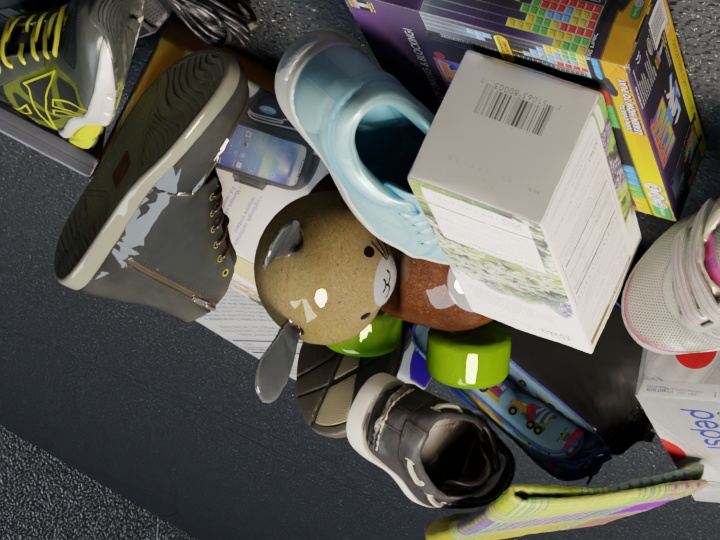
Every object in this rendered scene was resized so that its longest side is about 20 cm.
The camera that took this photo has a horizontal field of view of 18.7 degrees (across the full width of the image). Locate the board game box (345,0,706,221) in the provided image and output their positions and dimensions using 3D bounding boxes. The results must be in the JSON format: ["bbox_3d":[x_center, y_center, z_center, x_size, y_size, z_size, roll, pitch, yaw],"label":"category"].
[{"bbox_3d":[0.094,-0.108,1.196,0.164,0.057,0.200,16,163,22],"label":"board game box"}]

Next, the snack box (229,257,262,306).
[{"bbox_3d":[-0.041,-0.026,1.565,0.199,0.117,0.037,32,163,-27],"label":"snack box"}]

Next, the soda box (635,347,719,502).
[{"bbox_3d":[0.228,0.088,1.381,0.068,0.064,0.200,4,157,21],"label":"soda box"}]

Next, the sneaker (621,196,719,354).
[{"bbox_3d":[0.206,-0.008,1.196,0.088,0.082,0.200,-12,163,-42],"label":"sneaker"}]

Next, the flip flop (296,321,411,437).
[{"bbox_3d":[0.011,0.027,1.510,0.080,0.201,0.058,-9,143,30],"label":"flip flop"}]

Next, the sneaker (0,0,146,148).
[{"bbox_3d":[-0.185,-0.126,1.334,0.084,0.075,0.200,17,161,-10],"label":"sneaker"}]

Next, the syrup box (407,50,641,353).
[{"bbox_3d":[0.094,-0.032,1.189,0.078,0.082,0.200,21,166,20],"label":"syrup box"}]

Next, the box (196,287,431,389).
[{"bbox_3d":[-0.051,0.001,1.699,0.199,0.106,0.183,33,162,-31],"label":"box"}]

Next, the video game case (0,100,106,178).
[{"bbox_3d":[-0.239,-0.132,1.497,0.142,0.019,0.200,28,-163,-14],"label":"video game case"}]

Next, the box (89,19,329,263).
[{"bbox_3d":[-0.067,-0.069,1.464,0.199,0.120,0.042,26,-155,-12],"label":"box"}]

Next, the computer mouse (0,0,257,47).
[{"bbox_3d":[-0.166,-0.177,1.376,0.138,0.053,0.199,27,157,-37],"label":"computer mouse"}]

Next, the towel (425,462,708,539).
[{"bbox_3d":[0.131,0.155,1.438,0.142,0.023,0.200,-6,168,-14],"label":"towel"}]

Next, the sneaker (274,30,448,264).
[{"bbox_3d":[0.027,-0.049,1.212,0.200,0.074,0.082,39,-174,-45],"label":"sneaker"}]

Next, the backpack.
[{"bbox_3d":[0.136,0.058,1.517,0.182,0.135,0.200,40,177,15],"label":"backpack"}]

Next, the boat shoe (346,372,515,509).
[{"bbox_3d":[0.061,0.122,1.441,0.060,0.074,0.200,24,170,33],"label":"boat shoe"}]

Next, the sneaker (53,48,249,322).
[{"bbox_3d":[-0.106,-0.054,1.407,0.106,0.075,0.200,20,127,-30],"label":"sneaker"}]

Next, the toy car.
[{"bbox_3d":[0.000,0.000,1.330,0.157,0.166,0.200,15,-157,28],"label":"toy car"}]
